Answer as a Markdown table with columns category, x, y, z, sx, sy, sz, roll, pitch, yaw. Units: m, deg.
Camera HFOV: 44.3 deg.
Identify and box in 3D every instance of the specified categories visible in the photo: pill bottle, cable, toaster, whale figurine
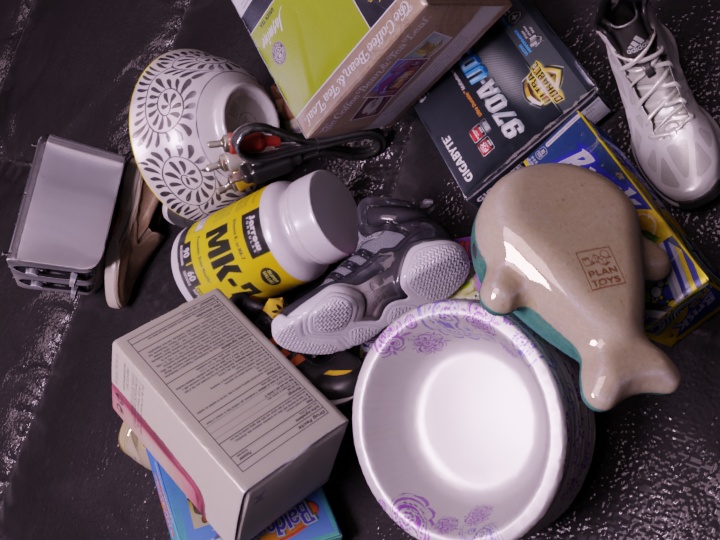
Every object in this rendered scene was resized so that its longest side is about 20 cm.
| category | x | y | z | sx | sy | sz | roll | pitch | yaw |
| --- | --- | --- | --- | --- | --- | --- | --- | --- | --- |
| pill bottle | -0.103 | -0.029 | 0.976 | 0.199 | 0.114 | 0.115 | -23 | 60 | 31 |
| cable | -0.069 | -0.139 | 0.947 | 0.198 | 0.098 | 0.051 | -20 | 54 | -15 |
| toaster | -0.385 | -0.072 | 1.169 | 0.181 | 0.117 | 0.202 | 143 | 137 | -69 |
| whale figurine | 0.158 | 0.017 | 0.667 | 0.104 | 0.157 | 0.201 | 107 | 146 | -56 |

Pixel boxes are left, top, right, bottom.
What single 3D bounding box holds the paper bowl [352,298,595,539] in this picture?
| category | x | y | z | sx | sy | sz | roll | pitch | yaw |
| --- | --- | --- | --- | --- | --- | --- | --- | --- | --- |
| paper bowl | 0.099 | 0.126 | 0.743 | 0.199 | 0.104 | 0.203 | -3 | 84 | 36 |

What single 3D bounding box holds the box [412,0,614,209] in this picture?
| category | x | y | z | sx | sy | sz | roll | pitch | yaw |
| --- | --- | --- | --- | --- | --- | --- | --- | --- | --- |
| box | 0.136 | -0.181 | 0.885 | 0.159 | 0.046 | 0.201 | -39 | 52 | 21 |

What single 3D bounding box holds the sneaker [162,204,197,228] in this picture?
| category | x | y | z | sx | sy | sz | roll | pitch | yaw |
| --- | --- | --- | --- | --- | --- | --- | --- | --- | --- |
| sneaker | -0.171 | -0.131 | 1.104 | 0.099 | 0.070 | 0.202 | 34 | 101 | 40 |

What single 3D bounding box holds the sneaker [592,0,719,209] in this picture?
| category | x | y | z | sx | sy | sz | roll | pitch | yaw |
| --- | --- | --- | --- | --- | --- | --- | --- | --- | --- |
| sneaker | 0.239 | -0.152 | 0.745 | 0.075 | 0.115 | 0.202 | -27 | 58 | 28 |

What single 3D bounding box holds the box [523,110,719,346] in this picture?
| category | x | y | z | sx | sy | sz | roll | pitch | yaw |
| --- | --- | --- | --- | --- | --- | --- | --- | --- | --- |
| box | 0.222 | -0.039 | 0.748 | 0.070 | 0.064 | 0.201 | -43 | 52 | 23 |

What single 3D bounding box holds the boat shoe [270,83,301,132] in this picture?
| category | x | y | z | sx | sy | sz | roll | pitch | yaw |
| --- | --- | --- | --- | --- | --- | --- | --- | --- | --- |
| boat shoe | -0.023 | -0.227 | 1.000 | 0.199 | 0.072 | 0.076 | -28 | 17 | 27 |

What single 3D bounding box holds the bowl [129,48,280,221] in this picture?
| category | x | y | z | sx | sy | sz | roll | pitch | yaw |
| --- | --- | --- | --- | --- | --- | --- | --- | --- | --- |
| bowl | -0.153 | -0.161 | 1.007 | 0.094 | 0.200 | 0.203 | -5 | 70 | 40 |

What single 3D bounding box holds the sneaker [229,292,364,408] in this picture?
| category | x | y | z | sx | sy | sz | roll | pitch | yaw |
| --- | --- | --- | --- | --- | --- | --- | --- | --- | --- |
| sneaker | -0.071 | 0.075 | 0.897 | 0.199 | 0.070 | 0.091 | 12 | 122 | 44 |

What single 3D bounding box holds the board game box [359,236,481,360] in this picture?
| category | x | y | z | sx | sy | sz | roll | pitch | yaw |
| --- | --- | --- | --- | --- | --- | --- | --- | --- | --- |
| board game box | 0.087 | 0.031 | 0.859 | 0.198 | 0.032 | 0.121 | -10 | 63 | 36 |

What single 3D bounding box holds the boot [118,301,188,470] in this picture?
| category | x | y | z | sx | sy | sz | roll | pitch | yaw |
| --- | --- | --- | --- | --- | --- | --- | --- | --- | --- |
| boot | -0.188 | 0.150 | 1.003 | 0.155 | 0.073 | 0.202 | 26 | 92 | 42 |

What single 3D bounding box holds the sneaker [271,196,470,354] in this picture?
| category | x | y | z | sx | sy | sz | roll | pitch | yaw |
| --- | --- | --- | --- | --- | --- | --- | --- | --- | --- |
| sneaker | 0.000 | 0.000 | 0.858 | 0.198 | 0.076 | 0.114 | -24 | 48 | 4 |

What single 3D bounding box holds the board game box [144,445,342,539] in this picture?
| category | x | y | z | sx | sy | sz | roll | pitch | yaw |
| --- | --- | --- | --- | --- | --- | --- | --- | --- | --- |
| board game box | -0.124 | 0.208 | 0.883 | 0.045 | 0.151 | 0.201 | 104 | 148 | -46 |

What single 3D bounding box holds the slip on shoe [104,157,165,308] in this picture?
| category | x | y | z | sx | sy | sz | roll | pitch | yaw |
| --- | --- | --- | --- | --- | --- | --- | --- | --- | --- |
| slip on shoe | -0.291 | -0.046 | 1.171 | 0.060 | 0.076 | 0.202 | 11 | 87 | -2 |

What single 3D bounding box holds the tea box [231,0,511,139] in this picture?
| category | x | y | z | sx | sy | sz | roll | pitch | yaw |
| --- | --- | --- | --- | --- | --- | --- | --- | --- | --- |
| tea box | 0.000 | -0.267 | 0.853 | 0.200 | 0.133 | 0.198 | -38 | 74 | 44 |

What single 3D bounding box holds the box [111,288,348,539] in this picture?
| category | x | y | z | sx | sy | sz | roll | pitch | yaw |
| --- | --- | --- | --- | --- | --- | --- | --- | --- | --- |
| box | -0.129 | 0.136 | 0.841 | 0.200 | 0.127 | 0.110 | 42 | 140 | 24 |
